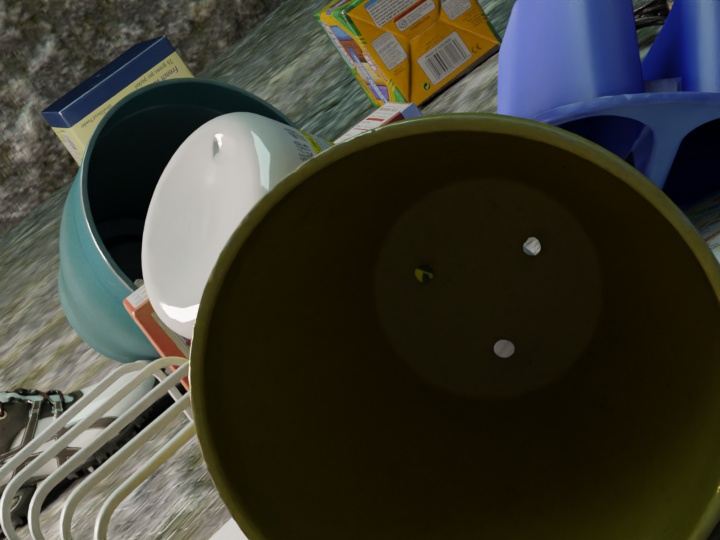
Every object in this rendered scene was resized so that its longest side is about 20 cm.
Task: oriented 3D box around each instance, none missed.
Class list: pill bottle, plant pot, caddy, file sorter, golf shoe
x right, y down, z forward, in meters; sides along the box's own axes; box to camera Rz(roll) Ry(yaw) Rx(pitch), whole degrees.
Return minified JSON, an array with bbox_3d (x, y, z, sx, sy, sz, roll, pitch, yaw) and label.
[{"bbox_3d":[0.000,0.000,0.780,0.109,0.200,0.110,-21,61,44],"label":"pill bottle"},{"bbox_3d":[0.047,0.025,0.622,0.200,0.200,0.142,-31,9,16],"label":"plant pot"},{"bbox_3d":[0.139,-0.074,0.796,0.141,0.105,0.200,0,-12,-1],"label":"caddy"},{"bbox_3d":[-0.080,0.119,0.739,0.139,0.125,0.200,-42,15,-25],"label":"file sorter"},{"bbox_3d":[-0.146,-0.016,1.217,0.200,0.200,0.188,-46,3,-35],"label":"plant pot"},{"bbox_3d":[-0.237,0.115,1.171,0.200,0.095,0.078,-37,13,-11],"label":"golf shoe"}]

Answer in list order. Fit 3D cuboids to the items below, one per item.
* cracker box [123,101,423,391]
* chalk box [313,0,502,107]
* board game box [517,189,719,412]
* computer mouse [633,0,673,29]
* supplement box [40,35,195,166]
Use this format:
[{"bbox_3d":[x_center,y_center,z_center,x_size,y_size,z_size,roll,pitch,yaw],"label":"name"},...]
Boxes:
[{"bbox_3d":[-0.017,0.013,0.911,0.200,0.134,0.058,-37,14,-7],"label":"cracker box"},{"bbox_3d":[0.041,-0.251,1.640,0.125,0.124,0.200,-37,15,-6],"label":"chalk box"},{"bbox_3d":[0.171,0.001,0.722,0.200,0.034,0.135,-29,15,25],"label":"board game box"},{"bbox_3d":[0.186,-0.154,1.181,0.140,0.046,0.200,-24,13,24],"label":"computer mouse"},{"bbox_3d":[-0.216,-0.124,1.662,0.134,0.200,0.200,-38,15,-10],"label":"supplement box"}]
